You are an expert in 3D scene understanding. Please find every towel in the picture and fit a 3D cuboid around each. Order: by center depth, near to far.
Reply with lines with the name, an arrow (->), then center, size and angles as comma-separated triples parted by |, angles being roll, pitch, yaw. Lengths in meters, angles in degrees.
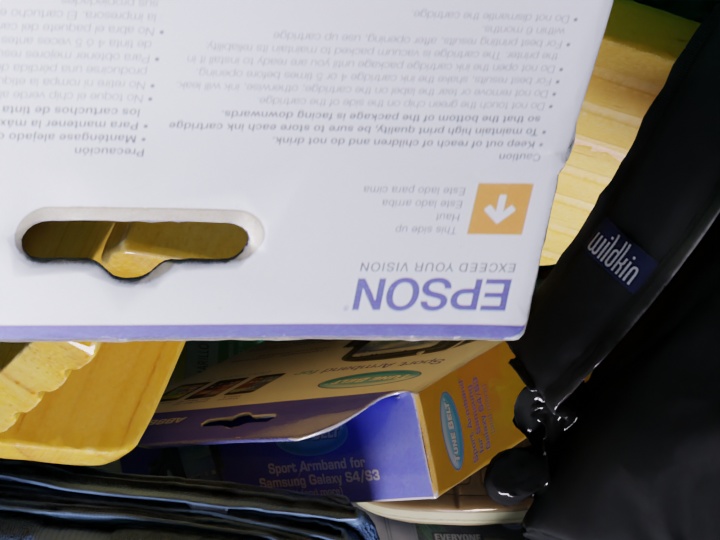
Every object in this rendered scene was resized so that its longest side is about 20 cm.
towel -> -0.089, 0.101, 0.888 | 0.199, 0.049, 0.112 | 5, 145, 11

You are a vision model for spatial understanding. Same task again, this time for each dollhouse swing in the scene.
dollhouse swing -> 0.000, 0.000, 0.792 | 0.175, 0.183, 0.200 | 30, 152, -15

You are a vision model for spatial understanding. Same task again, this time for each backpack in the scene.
backpack -> 0.144, 0.003, 0.724 | 0.166, 0.201, 0.127 | 15, 167, 32

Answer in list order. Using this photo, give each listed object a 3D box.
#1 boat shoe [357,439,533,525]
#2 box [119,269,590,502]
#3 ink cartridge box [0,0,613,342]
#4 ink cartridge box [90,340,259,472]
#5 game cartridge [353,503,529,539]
boat shoe -> 0.089, 0.068, 1.058 | 0.199, 0.072, 0.065 | -11, 148, -4
box -> 0.006, 0.042, 0.935 | 0.118, 0.042, 0.200 | -7, -168, 31
ink cartridge box -> -0.038, -0.076, 0.561 | 0.198, 0.041, 0.201 | 1, 125, -19
ink cartridge box -> -0.138, 0.060, 1.004 | 0.199, 0.146, 0.048 | 5, 120, -4
game cartridge -> 0.058, 0.097, 1.087 | 0.199, 0.134, 0.041 | 2, 135, -18
